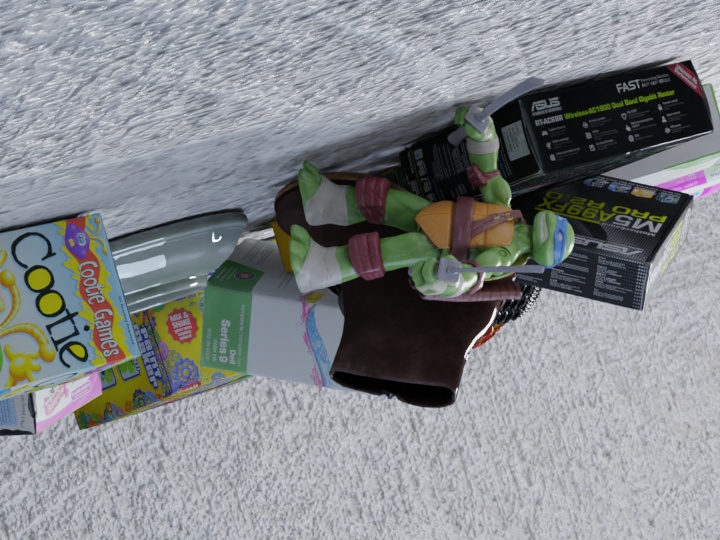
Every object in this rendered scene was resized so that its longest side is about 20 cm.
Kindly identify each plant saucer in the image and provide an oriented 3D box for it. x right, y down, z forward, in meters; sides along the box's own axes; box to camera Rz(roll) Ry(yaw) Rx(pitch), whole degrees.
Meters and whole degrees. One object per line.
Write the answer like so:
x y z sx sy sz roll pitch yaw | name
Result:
-0.182 0.005 1.758 0.199 0.050 0.200 -18 177 -1 | plant saucer

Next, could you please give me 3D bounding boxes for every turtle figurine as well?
0.047 -0.051 1.490 0.193 0.145 0.200 -3 172 11 | turtle figurine

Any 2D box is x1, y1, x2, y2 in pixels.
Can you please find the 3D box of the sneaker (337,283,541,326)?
0.053 0.004 1.762 0.199 0.090 0.070 -5 130 -35 | sneaker

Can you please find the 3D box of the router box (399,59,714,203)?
0.153 -0.101 1.664 0.200 0.062 0.150 -15 176 -39 | router box

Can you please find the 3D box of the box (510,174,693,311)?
0.155 -0.037 1.737 0.199 0.044 0.160 13 -155 17 | box

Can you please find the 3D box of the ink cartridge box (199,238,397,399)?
-0.030 0.043 1.934 0.199 0.088 0.145 7 -162 10 | ink cartridge box

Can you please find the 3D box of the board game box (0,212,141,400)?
-0.263 0.039 1.418 0.200 0.103 0.105 -14 176 -42 | board game box

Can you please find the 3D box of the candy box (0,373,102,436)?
-0.340 0.099 1.838 0.199 0.061 0.136 -4 -170 19 | candy box

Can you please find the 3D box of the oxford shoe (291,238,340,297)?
0.000 0.000 1.791 0.070 0.075 0.200 -12 153 33 | oxford shoe

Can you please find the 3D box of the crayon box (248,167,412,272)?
0.013 -0.048 1.904 0.125 0.052 0.200 -14 176 -44 | crayon box

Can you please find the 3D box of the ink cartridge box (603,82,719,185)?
0.271 -0.116 1.996 0.117 0.068 0.200 -17 177 3 | ink cartridge box

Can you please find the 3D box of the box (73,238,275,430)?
-0.170 0.060 2.116 0.199 0.122 0.192 -15 175 -37 | box

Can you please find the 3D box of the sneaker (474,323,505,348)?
0.109 -0.013 1.928 0.073 0.201 0.077 34 152 -25 | sneaker

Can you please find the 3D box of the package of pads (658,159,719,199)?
0.364 -0.107 2.628 0.154 0.068 0.200 -18 176 3 | package of pads

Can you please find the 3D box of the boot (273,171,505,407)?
0.005 0.012 1.593 0.199 0.073 0.167 14 -131 15 | boot
